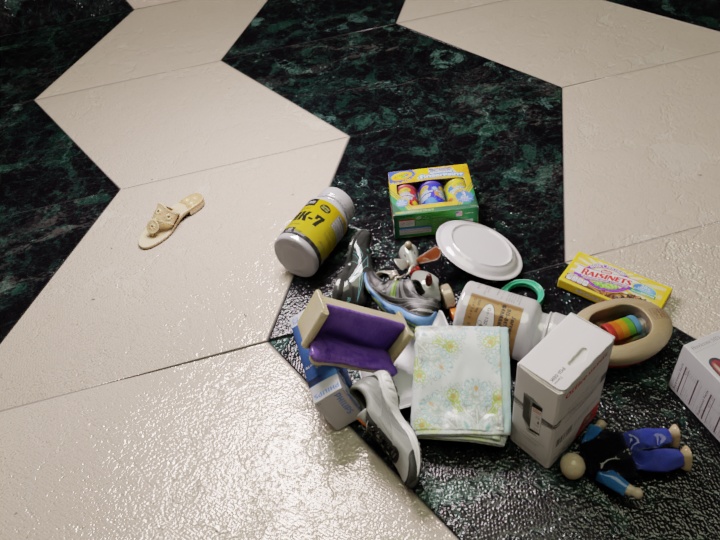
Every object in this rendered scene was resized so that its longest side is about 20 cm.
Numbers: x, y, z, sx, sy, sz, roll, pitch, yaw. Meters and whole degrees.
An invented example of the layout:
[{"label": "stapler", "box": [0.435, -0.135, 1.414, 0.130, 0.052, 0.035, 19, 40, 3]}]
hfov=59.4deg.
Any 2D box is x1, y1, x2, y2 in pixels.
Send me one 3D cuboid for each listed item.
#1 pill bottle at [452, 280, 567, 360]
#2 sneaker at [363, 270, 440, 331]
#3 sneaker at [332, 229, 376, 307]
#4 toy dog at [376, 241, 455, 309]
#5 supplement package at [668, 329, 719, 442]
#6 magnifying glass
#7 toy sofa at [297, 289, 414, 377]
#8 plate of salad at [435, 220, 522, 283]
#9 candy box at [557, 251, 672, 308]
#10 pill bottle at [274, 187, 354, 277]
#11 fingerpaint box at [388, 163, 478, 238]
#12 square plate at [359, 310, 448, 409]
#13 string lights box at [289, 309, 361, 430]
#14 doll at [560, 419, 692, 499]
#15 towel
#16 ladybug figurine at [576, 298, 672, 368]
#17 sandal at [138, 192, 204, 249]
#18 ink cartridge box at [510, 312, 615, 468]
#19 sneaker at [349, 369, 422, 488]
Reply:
[{"label": "pill bottle", "box": [0.277, 0.101, 1.165, 0.196, 0.116, 0.115, 17, 48, 20]}, {"label": "sneaker", "box": [0.081, 0.051, 1.231, 0.083, 0.071, 0.198, -49, 44, -11]}, {"label": "sneaker", "box": [0.000, 0.000, 1.353, 0.077, 0.076, 0.203, 12, 56, 10]}, {"label": "toy dog", "box": [0.119, 0.002, 1.304, 0.130, 0.098, 0.200, -29, 47, -21]}, {"label": "supplement package", "box": [0.614, 0.206, 1.010, 0.111, 0.111, 0.201, -18, 44, -12]}, {"label": "magnifying glass", "box": [0.275, 0.064, 1.272, 0.195, 0.023, 0.080, -15, 44, -4]}, {"label": "toy sofa", "box": [-0.005, 0.114, 1.103, 0.197, 0.084, 0.098, 17, 31, -32]}, {"label": "plate of salad", "box": [0.252, -0.039, 1.357, 0.195, 0.049, 0.202, 13, 38, -10]}, {"label": "candy box", "box": [0.508, 0.033, 1.267, 0.197, 0.027, 0.102, 26, 50, 30]}, {"label": "pill bottle", "box": [-0.098, -0.091, 1.422, 0.112, 0.116, 0.201, 16, 48, 23]}, {"label": "fingerpaint box", "box": [0.168, -0.166, 1.488, 0.195, 0.074, 0.169, -5, 44, 3]}, {"label": "square plate", "box": [0.090, 0.174, 1.182, 0.193, 0.029, 0.202, -13, 44, -4]}, {"label": "string lights box", "box": [-0.064, 0.173, 1.144, 0.058, 0.104, 0.202, -27, 44, 3]}, {"label": "doll", "box": [0.412, 0.296, 0.993, 0.195, 0.049, 0.138, -8, 43, 0]}, {"label": "towel", "box": [0.171, 0.192, 1.079, 0.167, 0.048, 0.205, 1, 65, 11]}, {"label": "ladybug figurine", "box": [0.471, 0.119, 1.149, 0.195, 0.073, 0.137, -13, 44, -5]}, {"label": "sandal", "box": [-0.479, -0.146, 1.566, 0.077, 0.071, 0.212, 23, 52, 29]}, {"label": "ink cartridge box", "box": [0.316, 0.191, 1.004, 0.146, 0.203, 0.082, -34, 48, -26]}, {"label": "sneaker", "box": [0.041, 0.264, 1.040, 0.078, 0.075, 0.203, -11, 54, -23]}]
